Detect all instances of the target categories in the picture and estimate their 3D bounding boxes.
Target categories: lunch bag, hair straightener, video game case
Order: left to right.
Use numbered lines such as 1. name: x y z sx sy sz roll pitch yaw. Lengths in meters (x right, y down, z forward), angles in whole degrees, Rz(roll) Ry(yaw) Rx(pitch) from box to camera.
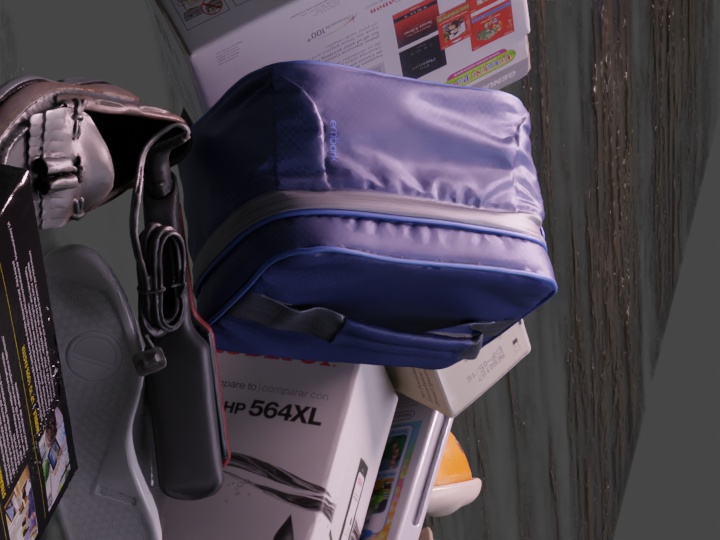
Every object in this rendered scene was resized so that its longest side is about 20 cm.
1. hair straightener: -0.090 0.025 1.425 0.077 0.041 0.201 -82 172 -69
2. video game case: -0.036 0.129 1.720 0.024 0.199 0.183 46 47 -35
3. lunch bag: 0.008 -0.016 1.506 0.136 0.199 0.133 -41 -131 53

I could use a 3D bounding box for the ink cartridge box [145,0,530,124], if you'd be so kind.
1. ink cartridge box: -0.011 -0.143 1.605 0.084 0.199 0.176 59 -9 30

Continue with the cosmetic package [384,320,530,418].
1. cosmetic package: 0.000 0.000 1.696 0.073 0.200 0.104 -40 129 -25

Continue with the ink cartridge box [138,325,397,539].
1. ink cartridge box: -0.076 0.131 1.623 0.084 0.145 0.201 66 34 -56

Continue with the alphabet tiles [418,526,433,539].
1. alphabet tiles: -0.041 0.222 1.641 0.006 0.199 0.167 55 13 -27

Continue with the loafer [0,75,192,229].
1. loafer: -0.140 -0.061 1.411 0.200 0.063 0.072 -40 137 -70

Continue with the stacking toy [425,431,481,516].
1. stacking toy: 0.005 0.081 2.038 0.146 0.145 0.201 1 82 -77

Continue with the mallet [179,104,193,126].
1. mallet: -0.078 -0.182 1.662 0.066 0.041 0.201 52 52 -76

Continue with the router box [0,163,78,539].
1. router box: -0.189 0.070 1.314 0.149 0.051 0.201 -65 159 -44

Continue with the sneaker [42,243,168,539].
1. sneaker: -0.140 0.057 1.507 0.099 0.070 0.201 -88 171 -58
